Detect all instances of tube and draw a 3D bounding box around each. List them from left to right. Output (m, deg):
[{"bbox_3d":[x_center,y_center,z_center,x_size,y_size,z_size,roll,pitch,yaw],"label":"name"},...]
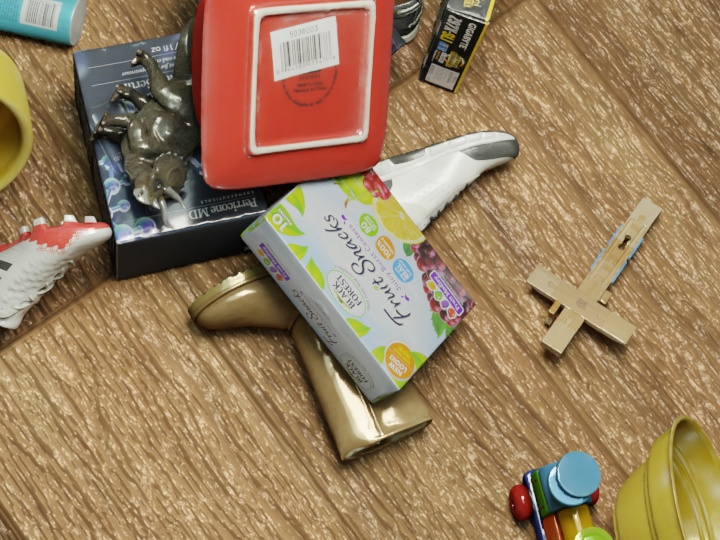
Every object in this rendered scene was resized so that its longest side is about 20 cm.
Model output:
[{"bbox_3d":[-0.375,-0.272,1.708,0.198,0.050,0.078,15,66,3],"label":"tube"}]

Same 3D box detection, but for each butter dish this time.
[{"bbox_3d":[-0.082,-0.191,1.545,0.198,0.147,0.202,-10,114,-33],"label":"butter dish"}]

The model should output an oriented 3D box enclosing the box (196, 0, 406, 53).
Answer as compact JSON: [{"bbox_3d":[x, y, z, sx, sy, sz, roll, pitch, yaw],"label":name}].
[{"bbox_3d":[-0.067,-0.255,1.660,0.106,0.122,0.200,-38,94,23],"label":"box"}]

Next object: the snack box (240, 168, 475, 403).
[{"bbox_3d":[0.000,0.000,1.592,0.201,0.053,0.142,51,51,-7],"label":"snack box"}]

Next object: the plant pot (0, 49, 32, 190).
[{"bbox_3d":[-0.417,-0.184,1.604,0.199,0.202,0.190,-9,56,-10],"label":"plant pot"}]

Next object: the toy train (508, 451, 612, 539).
[{"bbox_3d":[0.204,0.267,1.558,0.084,0.116,0.202,-10,73,-10],"label":"toy train"}]

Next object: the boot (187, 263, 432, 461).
[{"bbox_3d":[-0.048,0.085,1.616,0.174,0.066,0.201,-22,77,-14],"label":"boot"}]

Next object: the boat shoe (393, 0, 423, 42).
[{"bbox_3d":[-0.033,-0.287,1.745,0.198,0.068,0.073,11,70,-1],"label":"boat shoe"}]

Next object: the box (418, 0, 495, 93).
[{"bbox_3d":[0.117,-0.303,1.719,0.049,0.160,0.202,17,69,-1],"label":"box"}]

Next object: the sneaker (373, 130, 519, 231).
[{"bbox_3d":[0.068,-0.083,1.694,0.198,0.074,0.081,-19,89,-9],"label":"sneaker"}]

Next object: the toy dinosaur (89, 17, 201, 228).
[{"bbox_3d":[-0.181,-0.136,1.567,0.102,0.077,0.201,30,62,-11],"label":"toy dinosaur"}]

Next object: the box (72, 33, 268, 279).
[{"bbox_3d":[-0.185,-0.113,1.643,0.147,0.107,0.202,-12,74,-12],"label":"box"}]

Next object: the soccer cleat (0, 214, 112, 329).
[{"bbox_3d":[-0.311,0.007,1.581,0.198,0.069,0.086,-17,83,18],"label":"soccer cleat"}]

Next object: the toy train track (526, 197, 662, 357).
[{"bbox_3d":[0.238,0.010,1.698,0.114,0.033,0.200,33,65,12],"label":"toy train track"}]

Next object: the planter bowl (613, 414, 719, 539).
[{"bbox_3d":[0.286,0.241,1.571,0.083,0.200,0.202,-19,71,24],"label":"planter bowl"}]
